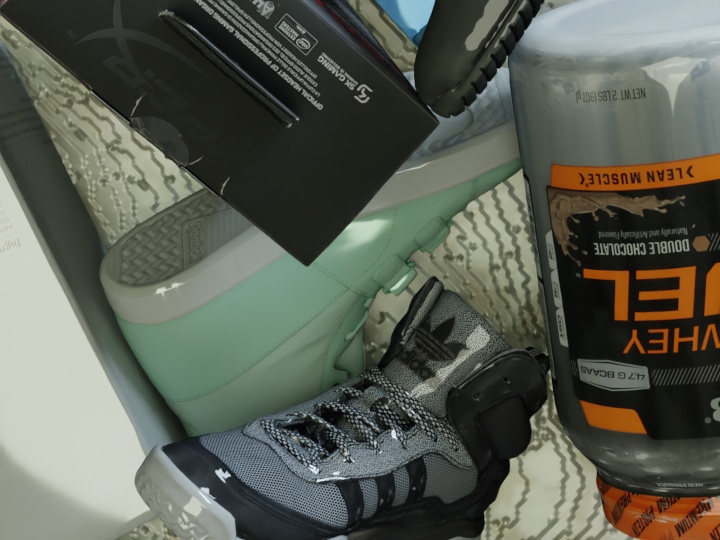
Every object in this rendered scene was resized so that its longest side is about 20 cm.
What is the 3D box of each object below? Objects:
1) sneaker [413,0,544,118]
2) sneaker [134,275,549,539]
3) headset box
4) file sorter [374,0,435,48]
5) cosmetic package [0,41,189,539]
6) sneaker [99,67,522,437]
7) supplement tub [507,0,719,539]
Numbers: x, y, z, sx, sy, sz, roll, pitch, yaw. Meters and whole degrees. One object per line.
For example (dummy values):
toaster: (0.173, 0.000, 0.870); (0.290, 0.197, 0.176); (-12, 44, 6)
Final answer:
sneaker: (0.044, -0.154, 0.851); (0.088, 0.074, 0.201); (21, 88, 1)
sneaker: (0.001, 0.057, 0.942); (0.075, 0.200, 0.114); (40, 107, 31)
headset box: (-0.062, -0.096, 0.902); (0.149, 0.200, 0.075); (40, 98, -22)
file sorter: (0.008, -0.201, 0.943); (0.139, 0.123, 0.200); (-42, 92, 7)
cosmetic package: (-0.142, 0.014, 0.985); (0.081, 0.113, 0.201); (-25, 92, 6)
sneaker: (0.000, 0.000, 1.004); (0.200, 0.074, 0.119); (-28, 127, -11)
supplement tub: (0.128, -0.004, 0.949); (0.122, 0.123, 0.201); (-9, 106, 5)
